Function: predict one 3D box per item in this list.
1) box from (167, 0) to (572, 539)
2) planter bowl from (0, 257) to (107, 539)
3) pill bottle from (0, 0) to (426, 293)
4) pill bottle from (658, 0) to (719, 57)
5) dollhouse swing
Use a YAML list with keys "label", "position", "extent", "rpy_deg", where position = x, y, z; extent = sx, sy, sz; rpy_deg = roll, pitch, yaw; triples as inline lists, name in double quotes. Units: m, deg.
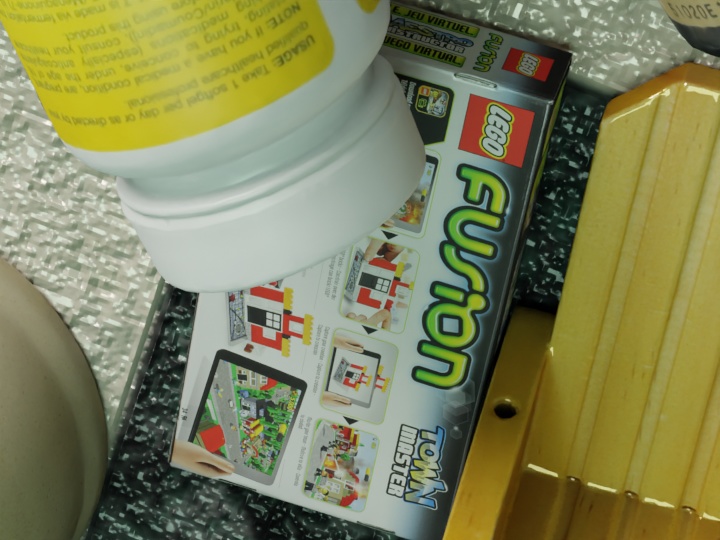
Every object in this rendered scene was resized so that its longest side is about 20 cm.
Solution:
- label: "box"
  position: [0.000, 0.000, 1.036]
  extent: [0.110, 0.035, 0.200]
  rpy_deg: [17, 125, 6]
- label: "planter bowl"
  position: [-0.209, 0.089, 1.093]
  extent: [0.200, 0.135, 0.201]
  rpy_deg: [7, 125, 11]
- label: "pill bottle"
  position: [-0.059, -0.101, 0.893]
  extent: [0.114, 0.114, 0.200]
  rpy_deg: [-13, 117, 22]
- label: "pill bottle"
  position: [0.088, -0.166, 0.798]
  extent: [0.112, 0.112, 0.200]
  rpy_deg: [-24, 114, 27]
- label: "dollhouse swing"
  position: [0.138, 0.064, 0.975]
  extent: [0.200, 0.182, 0.176]
  rpy_deg: [15, 136, 5]
